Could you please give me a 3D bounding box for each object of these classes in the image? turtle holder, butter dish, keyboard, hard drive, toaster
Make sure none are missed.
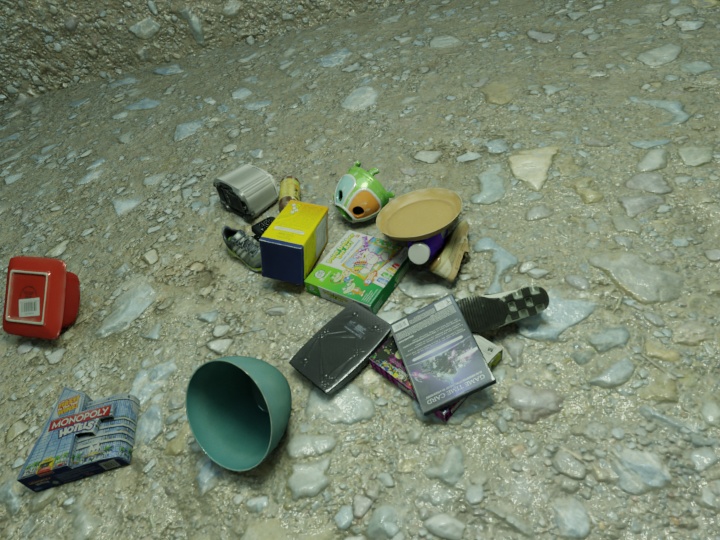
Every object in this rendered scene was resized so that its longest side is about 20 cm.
[{"bbox_3d":[-0.013,-0.209,1.375,0.185,0.141,0.132,37,81,31],"label":"turtle holder"},{"bbox_3d":[-0.805,0.071,1.331,0.198,0.148,0.202,3,86,17],"label":"butter dish"},{"bbox_3d":[-0.234,-0.098,1.399,0.104,0.040,0.199,-38,47,-23],"label":"keyboard"},{"bbox_3d":[-0.037,0.163,1.070,0.134,0.043,0.200,28,59,37],"label":"hard drive"},{"bbox_3d":[-0.333,-0.235,1.515,0.199,0.114,0.129,27,56,38],"label":"toaster"}]

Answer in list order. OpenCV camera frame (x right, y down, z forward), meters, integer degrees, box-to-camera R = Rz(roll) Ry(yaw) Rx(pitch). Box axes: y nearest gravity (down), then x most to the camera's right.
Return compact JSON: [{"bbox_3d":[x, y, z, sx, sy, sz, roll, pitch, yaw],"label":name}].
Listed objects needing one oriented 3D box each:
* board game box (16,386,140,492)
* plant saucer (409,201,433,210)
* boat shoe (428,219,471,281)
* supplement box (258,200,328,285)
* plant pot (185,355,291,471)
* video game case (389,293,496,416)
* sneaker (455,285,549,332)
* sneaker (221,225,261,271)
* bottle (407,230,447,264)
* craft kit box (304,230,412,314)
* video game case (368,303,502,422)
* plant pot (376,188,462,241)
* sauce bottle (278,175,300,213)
[{"bbox_3d":[-0.569,0.322,1.054,0.198,0.062,0.201,-17,44,0],"label":"board game box"},{"bbox_3d":[0.148,-0.157,1.285,0.198,0.036,0.200,-17,16,5],"label":"plant saucer"},{"bbox_3d":[0.222,-0.046,1.197,0.064,0.071,0.200,36,48,1],"label":"boat shoe"},{"bbox_3d":[-0.160,-0.074,1.263,0.108,0.110,0.201,12,37,11],"label":"supplement box"},{"bbox_3d":[-0.205,0.246,0.952,0.198,0.203,0.134,11,13,26],"label":"plant pot"},{"bbox_3d":[0.148,0.153,0.963,0.142,0.019,0.201,-27,51,7],"label":"video game case"},{"bbox_3d":[0.274,0.082,1.038,0.198,0.089,0.075,-9,82,3],"label":"sneaker"},{"bbox_3d":[-0.302,-0.060,1.344,0.199,0.081,0.074,22,65,35],"label":"sneaker"},{"bbox_3d":[0.152,-0.071,1.184,0.083,0.066,0.200,-16,16,23],"label":"bottle"},{"bbox_3d":[0.000,0.000,1.227,0.196,0.049,0.200,16,52,33],"label":"craft kit box"},{"bbox_3d":[0.147,0.173,1.009,0.181,0.036,0.199,-41,48,-23],"label":"video game case"},{"bbox_3d":[0.133,-0.123,1.154,0.198,0.028,0.201,-13,35,9],"label":"plant pot"},{"bbox_3d":[-0.205,-0.194,1.472,0.064,0.065,0.201,-11,45,5],"label":"sauce bottle"}]
